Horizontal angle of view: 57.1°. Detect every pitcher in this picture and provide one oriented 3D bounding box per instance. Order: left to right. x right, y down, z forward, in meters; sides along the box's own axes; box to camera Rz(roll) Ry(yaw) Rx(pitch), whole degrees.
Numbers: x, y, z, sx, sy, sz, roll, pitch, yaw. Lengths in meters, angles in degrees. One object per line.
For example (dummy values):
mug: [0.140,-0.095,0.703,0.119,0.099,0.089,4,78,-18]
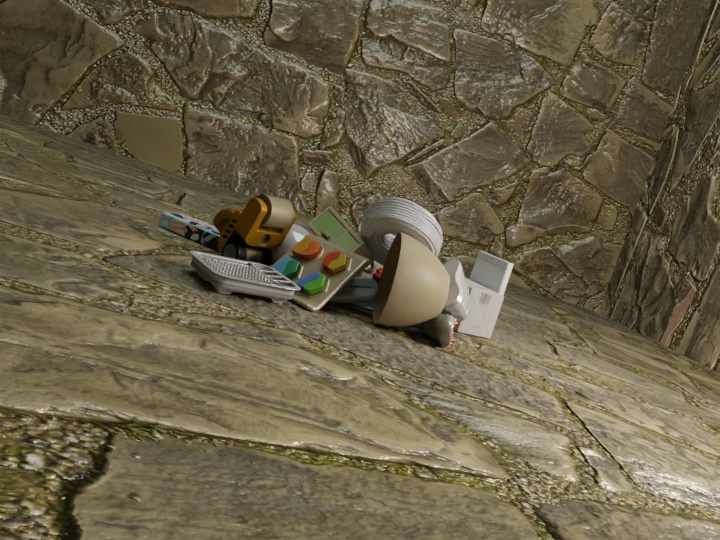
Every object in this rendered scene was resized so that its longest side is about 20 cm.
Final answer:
pitcher: [-0.133,-0.028,1.625,0.198,0.123,0.170,35,9,31]

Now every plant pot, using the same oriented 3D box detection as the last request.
plant pot: [0.118,0.034,1.435,0.131,0.205,0.200,16,8,-6]

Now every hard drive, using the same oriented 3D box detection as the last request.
hard drive: [0.339,0.060,1.815,0.026,0.205,0.131,12,9,-32]

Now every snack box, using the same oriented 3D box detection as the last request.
snack box: [-0.407,-0.099,1.707,0.196,0.038,0.116,22,8,18]

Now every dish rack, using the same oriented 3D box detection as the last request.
dish rack: [-0.233,0.016,1.308,0.197,0.045,0.171,14,10,-38]

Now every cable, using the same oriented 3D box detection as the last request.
cable: [0.090,-0.079,1.525,0.199,0.070,0.198,40,-35,-26]

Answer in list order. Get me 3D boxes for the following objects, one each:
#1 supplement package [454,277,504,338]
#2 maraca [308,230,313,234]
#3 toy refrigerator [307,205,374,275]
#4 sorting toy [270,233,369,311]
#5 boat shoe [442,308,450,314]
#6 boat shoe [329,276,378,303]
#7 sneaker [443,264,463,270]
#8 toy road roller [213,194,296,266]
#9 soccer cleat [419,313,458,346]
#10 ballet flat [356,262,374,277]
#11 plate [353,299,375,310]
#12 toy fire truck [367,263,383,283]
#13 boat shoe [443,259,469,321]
supplement package: [0.266,0.084,1.780,0.119,0.123,0.199,13,9,-31]
maraca: [-0.130,-0.049,1.746,0.194,0.110,0.138,-8,-25,12]
toy refrigerator: [-0.051,-0.072,1.583,0.200,0.075,0.071,50,-6,48]
sorting toy: [-0.105,-0.006,1.434,0.182,0.037,0.199,23,48,34]
boat shoe: [0.182,0.072,1.578,0.197,0.073,0.060,22,-11,-18]
boat shoe: [-0.059,0.046,1.490,0.194,0.075,0.067,11,-25,-6]
sneaker: [0.169,0.056,1.650,0.194,0.134,0.079,-6,6,-26]
toy road roller: [-0.259,-0.108,1.540,0.146,0.202,0.122,47,22,27]
soccer cleat: [0.170,0.126,1.478,0.075,0.071,0.200,13,0,-1]
ballet flat: [0.000,0.000,1.611,0.064,0.071,0.203,20,46,-3]
plate: [0.013,0.063,1.661,0.195,0.026,0.200,19,7,-2]
toy fire truck: [0.053,0.010,1.715,0.195,0.050,0.141,-2,25,-28]
boat shoe: [0.221,0.044,1.530,0.069,0.071,0.201,54,14,-22]
